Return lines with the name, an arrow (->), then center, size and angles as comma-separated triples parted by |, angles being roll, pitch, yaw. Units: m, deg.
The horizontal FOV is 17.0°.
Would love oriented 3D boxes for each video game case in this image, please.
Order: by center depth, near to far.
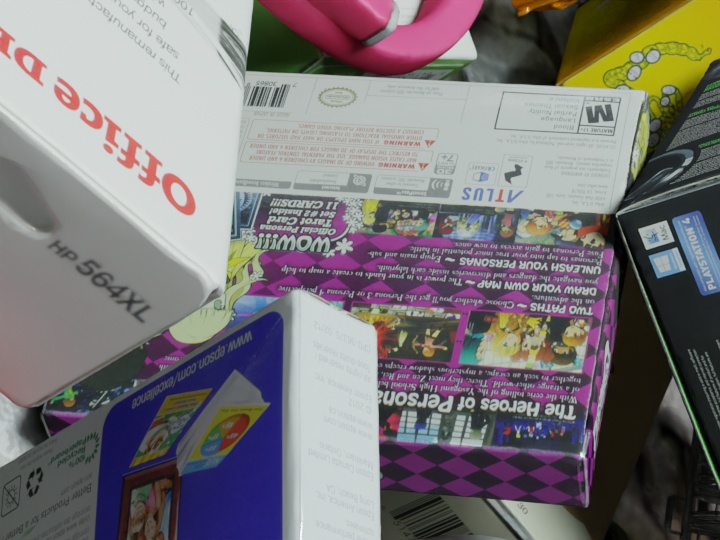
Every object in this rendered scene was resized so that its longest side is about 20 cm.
video game case -> 0.000, 0.000, 0.906 | 0.036, 0.199, 0.182 | 79, 19, -47

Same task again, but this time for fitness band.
fitness band -> -0.020, -0.170, 0.993 | 0.200, 0.037, 0.144 | 41, 43, -26

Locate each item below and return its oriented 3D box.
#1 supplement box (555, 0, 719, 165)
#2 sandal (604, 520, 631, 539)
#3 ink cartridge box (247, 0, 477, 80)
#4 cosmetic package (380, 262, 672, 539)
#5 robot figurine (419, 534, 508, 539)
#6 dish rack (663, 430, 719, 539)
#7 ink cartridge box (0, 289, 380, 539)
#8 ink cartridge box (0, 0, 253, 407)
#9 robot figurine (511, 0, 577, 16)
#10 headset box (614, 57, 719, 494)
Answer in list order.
supplement box -> 0.170, -0.092, 1.138 | 0.109, 0.109, 0.200 | 55, 16, -10
sandal -> 0.099, 0.194, 0.983 | 0.057, 0.079, 0.202 | 44, 41, -41
ink cartridge box -> -0.030, -0.171, 1.059 | 0.104, 0.059, 0.201 | -5, 72, -49
cosmetic package -> 0.069, 0.048, 1.033 | 0.105, 0.071, 0.200 | 48, 41, -17
robot figurine -> 0.050, 0.195, 0.879 | 0.150, 0.125, 0.201 | -3, 64, -45
dish rack -> 0.163, 0.108, 1.056 | 0.154, 0.054, 0.201 | 85, 15, -50
ink cartridge box -> -0.068, 0.133, 0.739 | 0.043, 0.198, 0.201 | 23, 54, -33
ink cartridge box -> -0.108, -0.084, 0.704 | 0.146, 0.084, 0.201 | 41, 34, -31
robot figurine -> 0.145, -0.175, 1.102 | 0.200, 0.144, 0.058 | -42, 114, -54
headset box -> 0.191, 0.006, 0.953 | 0.175, 0.092, 0.200 | 66, 26, -14
